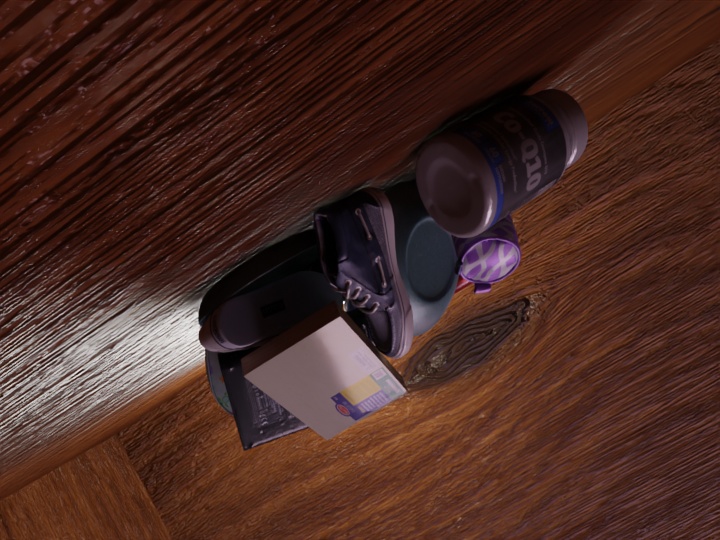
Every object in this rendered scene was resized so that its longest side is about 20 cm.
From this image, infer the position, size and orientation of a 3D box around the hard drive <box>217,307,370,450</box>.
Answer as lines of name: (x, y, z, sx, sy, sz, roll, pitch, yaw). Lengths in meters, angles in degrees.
hard drive: (-0.076, 0.143, 0.788, 0.194, 0.144, 0.033, -16, -152, -14)

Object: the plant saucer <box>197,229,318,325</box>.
plant saucer: (-0.118, 0.004, 0.741, 0.196, 0.028, 0.200, -32, 178, -1)

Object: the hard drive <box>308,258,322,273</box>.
hard drive: (0.000, 0.000, 0.879, 0.130, 0.044, 0.200, 0, -172, 15)

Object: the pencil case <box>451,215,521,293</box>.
pencil case: (0.146, -0.071, 0.766, 0.081, 0.204, 0.087, -3, 136, 0)

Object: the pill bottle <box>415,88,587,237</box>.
pill bottle: (0.166, -0.130, 0.683, 0.197, 0.116, 0.113, -31, 178, -30)

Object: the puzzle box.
puzzle box: (-0.036, 0.129, 0.722, 0.131, 0.026, 0.201, -31, 136, 7)

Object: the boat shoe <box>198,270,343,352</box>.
boat shoe: (-0.109, 0.058, 0.724, 0.085, 0.077, 0.199, -25, 176, 42)

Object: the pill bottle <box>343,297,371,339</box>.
pill bottle: (0.024, 0.061, 1.073, 0.109, 0.112, 0.203, -30, 152, -21)

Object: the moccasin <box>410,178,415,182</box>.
moccasin: (0.053, -0.070, 0.837, 0.199, 0.079, 0.073, -30, 178, -40)

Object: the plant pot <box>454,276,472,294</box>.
plant pot: (0.152, -0.067, 1.012, 0.197, 0.186, 0.200, -30, 175, -3)

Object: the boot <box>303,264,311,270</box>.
boot: (-0.098, 0.020, 1.020, 0.184, 0.065, 0.199, -31, -177, 29)

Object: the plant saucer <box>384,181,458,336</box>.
plant saucer: (0.081, -0.015, 0.790, 0.038, 0.208, 0.198, 2, -156, 47)

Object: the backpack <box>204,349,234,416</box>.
backpack: (-0.127, 0.125, 0.871, 0.192, 0.184, 0.151, -4, -158, -3)

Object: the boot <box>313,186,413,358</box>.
boot: (0.000, 0.017, 0.679, 0.089, 0.207, 0.071, -24, -163, -39)
